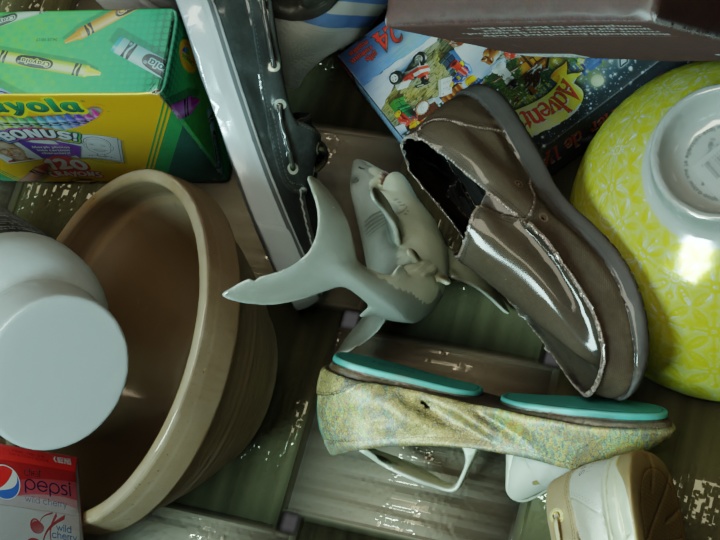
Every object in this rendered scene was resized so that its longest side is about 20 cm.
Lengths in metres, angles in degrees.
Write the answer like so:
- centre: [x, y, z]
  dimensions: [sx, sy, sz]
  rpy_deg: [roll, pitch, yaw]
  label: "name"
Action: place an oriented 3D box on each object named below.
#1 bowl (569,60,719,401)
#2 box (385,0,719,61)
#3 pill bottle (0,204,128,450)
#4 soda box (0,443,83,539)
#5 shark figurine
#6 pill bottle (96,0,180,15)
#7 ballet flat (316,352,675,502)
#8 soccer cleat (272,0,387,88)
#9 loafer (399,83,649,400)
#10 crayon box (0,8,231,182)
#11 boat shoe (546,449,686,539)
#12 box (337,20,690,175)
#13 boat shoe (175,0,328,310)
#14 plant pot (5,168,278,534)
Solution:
- centre: [0.202, -0.041, 0.965]
  dimensions: [0.198, 0.108, 0.202]
  rpy_deg: [-6, 66, 13]
  label: "bowl"
- centre: [0.128, -0.218, 0.933]
  dimensions: [0.165, 0.164, 0.202]
  rpy_deg: [5, 92, 37]
  label: "box"
- centre: [-0.202, 0.024, 0.965]
  dimensions: [0.111, 0.111, 0.199]
  rpy_deg: [-51, 35, -9]
  label: "pill bottle"
- centre: [-0.233, 0.159, 0.978]
  dimensions: [0.199, 0.070, 0.064]
  rpy_deg: [-31, 56, 39]
  label: "soda box"
- centre: [0.005, 0.013, 0.984]
  dimensions: [0.128, 0.214, 0.089]
  rpy_deg: [46, 107, 1]
  label: "shark figurine"
- centre: [-0.090, -0.243, 1.116]
  dimensions: [0.200, 0.109, 0.110]
  rpy_deg: [-42, 60, 22]
  label: "pill bottle"
- centre: [0.070, 0.091, 0.975]
  dimensions: [0.198, 0.071, 0.071]
  rpy_deg: [9, 70, 14]
  label: "ballet flat"
- centre: [-0.002, -0.192, 1.118]
  dimensions: [0.070, 0.087, 0.200]
  rpy_deg: [32, 56, 20]
  label: "soccer cleat"
- centre: [0.083, -0.008, 0.970]
  dimensions: [0.070, 0.073, 0.201]
  rpy_deg: [-20, 61, -25]
  label: "loafer"
- centre: [-0.187, -0.106, 1.102]
  dimensions: [0.198, 0.119, 0.059]
  rpy_deg: [1, 67, 17]
  label: "crayon box"
- centre: [0.132, 0.196, 0.909]
  dimensions: [0.069, 0.073, 0.202]
  rpy_deg: [-14, 72, 36]
  label: "boat shoe"
- centre: [0.105, -0.135, 1.073]
  dimensions: [0.199, 0.038, 0.137]
  rpy_deg: [-37, 62, -1]
  label: "box"
- centre: [-0.050, -0.076, 1.033]
  dimensions: [0.056, 0.069, 0.202]
  rpy_deg: [-20, 103, -4]
  label: "boat shoe"
- centre: [-0.110, 0.053, 1.004]
  dimensions: [0.200, 0.092, 0.203]
  rpy_deg: [-27, 54, 44]
  label: "plant pot"
